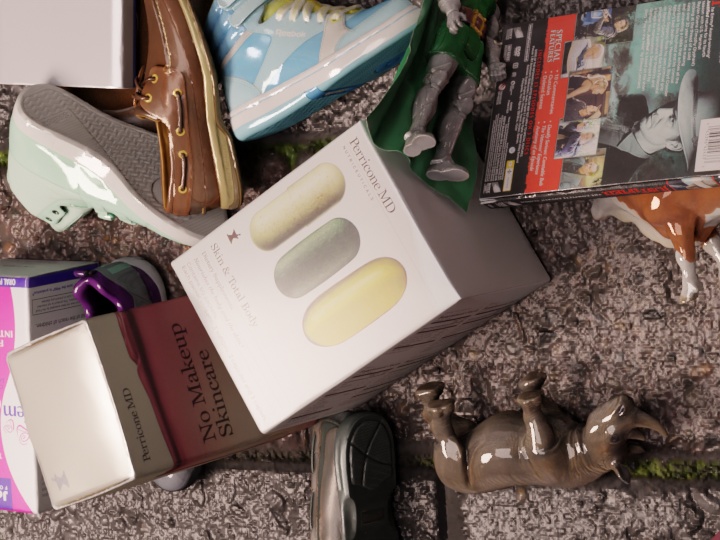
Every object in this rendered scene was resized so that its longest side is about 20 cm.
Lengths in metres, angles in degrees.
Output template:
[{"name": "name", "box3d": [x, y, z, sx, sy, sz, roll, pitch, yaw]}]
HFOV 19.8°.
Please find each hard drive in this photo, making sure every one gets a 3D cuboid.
[{"name": "hard drive", "box3d": [-0.242, -0.251, 1.684, 0.132, 0.025, 0.200, 5, 98, 30]}]

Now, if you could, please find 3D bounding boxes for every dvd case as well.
[{"name": "dvd case", "box3d": [0.182, -0.119, 1.449, 0.200, 0.022, 0.146, -6, 65, 34]}]

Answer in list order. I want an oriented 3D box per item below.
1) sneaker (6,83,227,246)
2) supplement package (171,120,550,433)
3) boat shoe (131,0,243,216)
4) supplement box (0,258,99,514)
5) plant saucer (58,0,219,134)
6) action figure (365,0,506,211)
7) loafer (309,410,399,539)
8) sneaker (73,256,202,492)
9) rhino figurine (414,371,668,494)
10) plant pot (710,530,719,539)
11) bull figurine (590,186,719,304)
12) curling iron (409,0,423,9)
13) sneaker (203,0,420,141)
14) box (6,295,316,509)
[{"name": "sneaker", "box3d": [-0.204, -0.063, 1.707, 0.200, 0.074, 0.118, 33, 141, 6]}, {"name": "supplement package", "box3d": [0.000, 0.000, 1.536, 0.200, 0.151, 0.152, -35, 78, 28]}, {"name": "boat shoe", "box3d": [-0.146, -0.138, 1.617, 0.067, 0.072, 0.200, -15, 102, -9]}, {"name": "supplement box", "box3d": [-0.285, 0.096, 1.744, 0.101, 0.103, 0.200, 2, 98, 29]}, {"name": "plant saucer", "box3d": [-0.199, -0.203, 1.699, 0.200, 0.032, 0.201, 4, 98, 29]}, {"name": "action figure", "box3d": [0.069, -0.158, 1.485, 0.055, 0.118, 0.200, -10, 52, 35]}, {"name": "loafer", "box3d": [-0.011, 0.209, 1.626, 0.063, 0.072, 0.200, 4, 91, 50]}, {"name": "sneaker", "box3d": [-0.193, 0.090, 1.696, 0.074, 0.087, 0.200, -18, 86, 31]}, {"name": "rhino figurine", "box3d": [0.135, 0.123, 1.523, 0.200, 0.060, 0.088, -6, 112, 30]}, {"name": "plant pot", "box3d": [0.262, 0.274, 1.404, 0.200, 0.200, 0.179, 35, 97, 22]}, {"name": "bull figurine", "box3d": [0.248, -0.053, 1.436, 0.200, 0.065, 0.122, -25, 87, 32]}, {"name": "curling iron", "box3d": [-0.012, -0.256, 1.556, 0.200, 0.050, 0.026, 49, 117, 27]}, {"name": "sneaker", "box3d": [-0.043, -0.195, 1.580, 0.200, 0.080, 0.131, -27, 83, 29]}, {"name": "box", "box3d": [-0.152, 0.092, 1.599, 0.109, 0.200, 0.128, -23, 84, 43]}]
